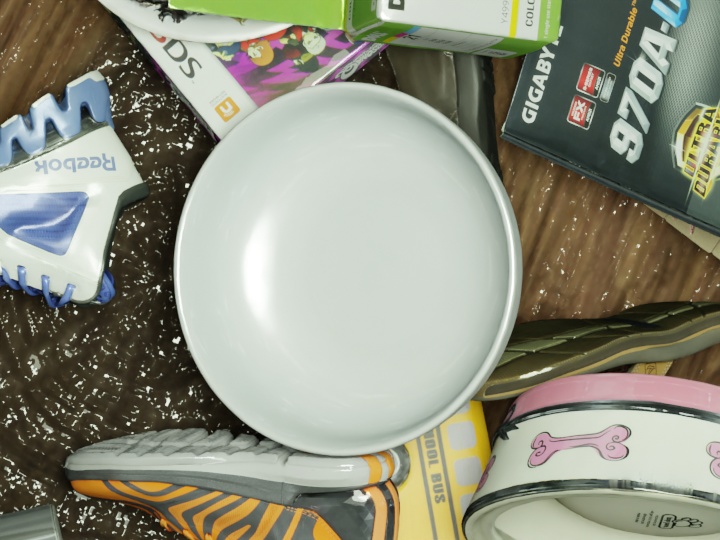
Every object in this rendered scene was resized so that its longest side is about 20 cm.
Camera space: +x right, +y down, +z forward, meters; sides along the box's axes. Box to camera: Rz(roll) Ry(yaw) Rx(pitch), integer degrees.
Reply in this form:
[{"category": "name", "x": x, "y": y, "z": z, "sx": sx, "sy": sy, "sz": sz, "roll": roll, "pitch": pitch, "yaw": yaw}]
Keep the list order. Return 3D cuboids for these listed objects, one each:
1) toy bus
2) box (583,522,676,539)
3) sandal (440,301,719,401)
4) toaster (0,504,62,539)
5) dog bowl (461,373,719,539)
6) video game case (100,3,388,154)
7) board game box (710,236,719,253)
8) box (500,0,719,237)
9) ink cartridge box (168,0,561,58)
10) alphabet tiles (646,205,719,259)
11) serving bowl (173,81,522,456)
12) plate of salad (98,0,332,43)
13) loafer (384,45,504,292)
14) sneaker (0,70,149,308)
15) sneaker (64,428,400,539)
[{"category": "toy bus", "x": 0.040, "y": 0.142, "z": 1.443, "sx": 0.078, "sy": 0.065, "sz": 0.201, "roll": -11, "pitch": 89, "yaw": -7}, {"category": "box", "x": 0.178, "y": 0.201, "z": 1.467, "sx": 0.136, "sy": 0.038, "sz": 0.201, "roll": 26, "pitch": 86, "yaw": -4}, {"category": "sandal", "x": 0.137, "y": 0.055, "z": 1.427, "sx": 0.199, "sy": 0.082, "sz": 0.055, "roll": -11, "pitch": 102, "yaw": -36}, {"category": "toaster", "x": -0.204, "y": 0.218, "z": 1.364, "sx": 0.118, "sy": 0.181, "sz": 0.201, "roll": -14, "pitch": 91, "yaw": -8}, {"category": "dog bowl", "x": 0.157, "y": 0.119, "z": 1.359, "sx": 0.199, "sy": 0.200, "sz": 0.074, "roll": 12, "pitch": 66, "yaw": -5}, {"category": "video game case", "x": -0.050, "y": -0.190, "z": 1.438, "sx": 0.200, "sy": 0.036, "sz": 0.181, "roll": -39, "pitch": 78, "yaw": -5}, {"category": "board game box", "x": 0.325, "y": -0.075, "z": 1.438, "sx": 0.198, "sy": 0.043, "sz": 0.201, "roll": 18, "pitch": 113, "yaw": -1}, {"category": "box", "x": 0.180, "y": -0.137, "z": 1.402, "sx": 0.159, "sy": 0.046, "sz": 0.201, "roll": 26, "pitch": 115, "yaw": 21}, {"category": "ink cartridge box", "x": 0.007, "y": -0.200, "z": 1.354, "sx": 0.199, "sy": 0.076, "sz": 0.149, "roll": 5, "pitch": 88, "yaw": -16}, {"category": "alphabet tiles", "x": 0.188, "y": -0.114, "z": 1.436, "sx": 0.200, "sy": 0.008, "sz": 0.168, "roll": 38, "pitch": 118, "yaw": 16}, {"category": "serving bowl", "x": 0.000, "y": 0.000, "z": 1.377, "sx": 0.199, "sy": 0.066, "sz": 0.201, "roll": -1, "pitch": 88, "yaw": 22}, {"category": "plate of salad", "x": -0.079, "y": -0.225, "z": 1.405, "sx": 0.199, "sy": 0.048, "sz": 0.201, "roll": -1, "pitch": 77, "yaw": 4}, {"category": "loafer", "x": 0.044, "y": -0.057, "z": 1.444, "sx": 0.071, "sy": 0.073, "sz": 0.201, "roll": -6, "pitch": 72, "yaw": 11}, {"category": "sneaker", "x": -0.198, "y": -0.013, "z": 1.417, "sx": 0.199, "sy": 0.081, "sz": 0.115, "roll": -35, "pitch": 90, "yaw": -7}, {"category": "sneaker", "x": -0.074, "y": 0.150, "z": 1.406, "sx": 0.199, "sy": 0.078, "sz": 0.113, "roll": 3, "pitch": 100, "yaw": 25}]
